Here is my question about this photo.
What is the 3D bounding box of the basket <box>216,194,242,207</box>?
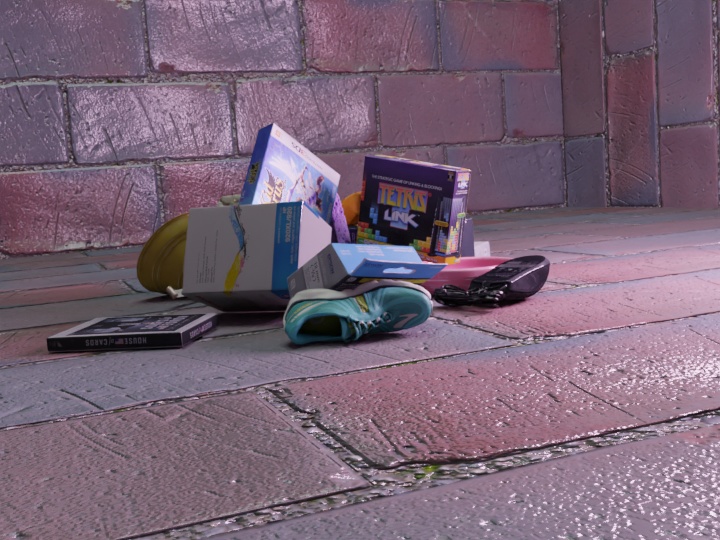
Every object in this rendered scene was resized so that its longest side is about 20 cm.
[{"bbox_3d":[-0.185,-0.071,1.631,0.199,0.137,0.123,0,-16,40],"label":"basket"}]

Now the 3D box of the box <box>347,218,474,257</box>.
[{"bbox_3d":[0.092,-0.039,1.687,0.196,0.118,0.199,-10,8,-43],"label":"box"}]

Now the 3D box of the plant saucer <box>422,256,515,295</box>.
[{"bbox_3d":[0.181,0.010,1.493,0.199,0.051,0.201,-3,6,0],"label":"plant saucer"}]

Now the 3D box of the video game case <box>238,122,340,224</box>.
[{"bbox_3d":[-0.127,-0.134,1.523,0.045,0.201,0.181,-17,-39,40],"label":"video game case"}]

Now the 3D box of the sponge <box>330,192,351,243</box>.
[{"bbox_3d":[-0.064,-0.063,1.692,0.030,0.112,0.200,-10,-19,-17],"label":"sponge"}]

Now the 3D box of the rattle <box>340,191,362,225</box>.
[{"bbox_3d":[0.052,-0.122,1.645,0.142,0.131,0.200,-20,40,-28],"label":"rattle"}]

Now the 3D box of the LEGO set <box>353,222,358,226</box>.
[{"bbox_3d":[-0.053,-0.072,1.816,0.115,0.155,0.200,21,0,-17],"label":"LEGO set"}]

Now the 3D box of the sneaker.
[{"bbox_3d":[-0.002,0.066,1.104,0.199,0.078,0.080,-9,25,2],"label":"sneaker"}]

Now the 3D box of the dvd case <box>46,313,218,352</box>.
[{"bbox_3d":[-0.324,0.089,1.220,0.199,0.025,0.150,-4,7,10],"label":"dvd case"}]

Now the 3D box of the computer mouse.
[{"bbox_3d":[0.225,0.028,1.336,0.199,0.053,0.138,-22,15,-36],"label":"computer mouse"}]

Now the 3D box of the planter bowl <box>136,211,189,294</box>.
[{"bbox_3d":[-0.338,-0.012,1.679,0.200,0.201,0.083,-11,45,-48],"label":"planter bowl"}]

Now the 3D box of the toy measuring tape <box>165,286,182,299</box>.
[{"bbox_3d":[-0.290,0.016,1.600,0.073,0.074,0.200,-1,2,24],"label":"toy measuring tape"}]

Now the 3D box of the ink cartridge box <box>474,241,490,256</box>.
[{"bbox_3d":[0.178,-0.026,1.894,0.159,0.048,0.200,1,13,35],"label":"ink cartridge box"}]

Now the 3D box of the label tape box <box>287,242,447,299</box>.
[{"bbox_3d":[0.006,0.003,1.193,0.143,0.067,0.200,1,-25,-34],"label":"label tape box"}]

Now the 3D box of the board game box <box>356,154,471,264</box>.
[{"bbox_3d":[0.091,-0.111,1.499,0.199,0.167,0.057,14,17,36],"label":"board game box"}]

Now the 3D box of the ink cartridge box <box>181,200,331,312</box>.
[{"bbox_3d":[-0.164,-0.018,1.357,0.199,0.146,0.147,-2,-15,17],"label":"ink cartridge box"}]
